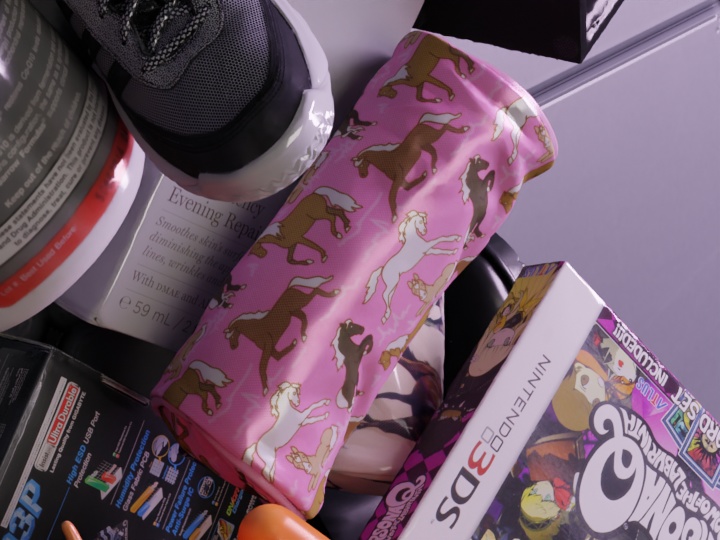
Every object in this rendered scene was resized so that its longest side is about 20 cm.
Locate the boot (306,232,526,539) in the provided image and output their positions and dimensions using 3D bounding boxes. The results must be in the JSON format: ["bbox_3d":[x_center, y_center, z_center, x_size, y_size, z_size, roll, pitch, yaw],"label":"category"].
[{"bbox_3d":[0.026,0.096,0.916,0.162,0.073,0.200,-25,109,-32],"label":"boot"}]

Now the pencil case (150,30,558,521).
[{"bbox_3d":[0.000,0.000,0.763,0.082,0.087,0.201,33,79,5],"label":"pencil case"}]

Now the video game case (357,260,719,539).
[{"bbox_3d":[0.100,0.129,0.819,0.200,0.036,0.182,45,63,-20],"label":"video game case"}]

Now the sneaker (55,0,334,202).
[{"bbox_3d":[-0.088,-0.109,0.669,0.075,0.200,0.114,-41,140,6],"label":"sneaker"}]

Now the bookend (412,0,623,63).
[{"bbox_3d":[0.091,-0.234,0.836,0.200,0.091,0.200,-53,148,-41],"label":"bookend"}]

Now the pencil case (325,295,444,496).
[{"bbox_3d":[0.004,0.006,0.850,0.089,0.077,0.202,9,74,-37],"label":"pencil case"}]

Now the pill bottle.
[{"bbox_3d":[-0.178,-0.077,0.675,0.200,0.115,0.116,48,63,-35],"label":"pill bottle"}]

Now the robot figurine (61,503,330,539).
[{"bbox_3d":[-0.044,0.172,0.679,0.199,0.117,0.144,37,101,-27],"label":"robot figurine"}]

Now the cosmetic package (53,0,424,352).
[{"bbox_3d":[-0.055,-0.068,0.785,0.101,0.074,0.202,22,94,-49],"label":"cosmetic package"}]

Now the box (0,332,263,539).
[{"bbox_3d":[-0.122,0.150,0.795,0.159,0.046,0.202,33,72,-40],"label":"box"}]
